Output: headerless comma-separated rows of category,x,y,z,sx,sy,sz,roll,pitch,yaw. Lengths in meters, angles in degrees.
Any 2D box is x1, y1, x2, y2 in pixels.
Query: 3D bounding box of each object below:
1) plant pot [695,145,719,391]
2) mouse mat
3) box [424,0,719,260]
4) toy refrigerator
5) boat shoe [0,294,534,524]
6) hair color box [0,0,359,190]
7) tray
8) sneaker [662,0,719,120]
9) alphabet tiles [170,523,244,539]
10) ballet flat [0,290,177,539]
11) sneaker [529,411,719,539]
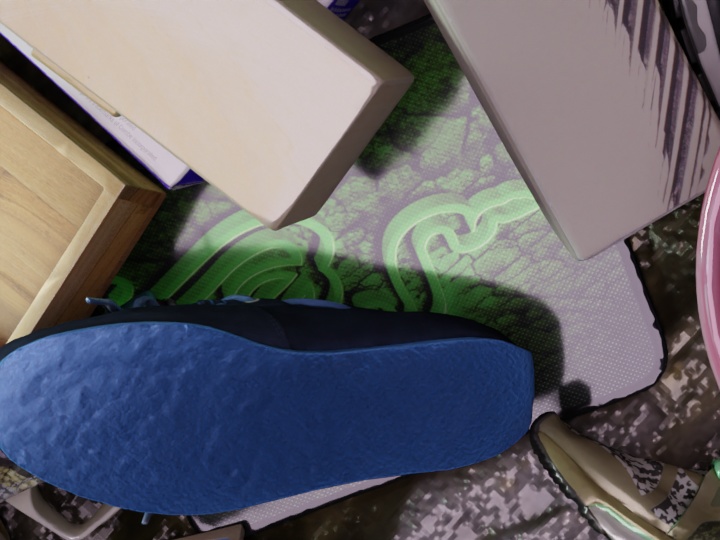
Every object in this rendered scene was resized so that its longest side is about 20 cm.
plant pot,0.215,-0.011,0.885,0.199,0.179,0.201,1,97,10
mouse mat,0.000,0.000,1.011,0.199,0.008,0.162,-21,93,12
box,0.050,-0.110,0.900,0.068,0.082,0.200,-30,111,3
toy refrigerator,-0.085,-0.098,0.913,0.200,0.076,0.070,38,100,4
boat shoe,-0.039,0.049,0.953,0.199,0.069,0.085,5,102,-20
hair color box,-0.038,-0.140,0.971,0.109,0.065,0.200,42,102,4
tray,-0.174,-0.045,0.991,0.200,0.037,0.099,38,101,22
sneaker,0.140,-0.146,0.938,0.087,0.076,0.201,-12,95,5
alphabet tiles,-0.113,0.158,0.972,0.199,0.167,0.006,-14,120,14
ballet flat,-0.139,0.083,1.015,0.200,0.072,0.072,-29,91,15
sneaker,0.157,0.088,0.970,0.199,0.077,0.089,27,87,0
